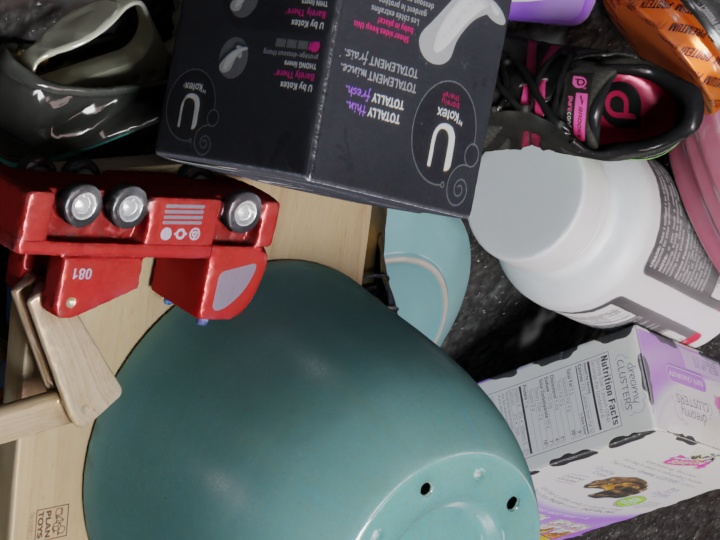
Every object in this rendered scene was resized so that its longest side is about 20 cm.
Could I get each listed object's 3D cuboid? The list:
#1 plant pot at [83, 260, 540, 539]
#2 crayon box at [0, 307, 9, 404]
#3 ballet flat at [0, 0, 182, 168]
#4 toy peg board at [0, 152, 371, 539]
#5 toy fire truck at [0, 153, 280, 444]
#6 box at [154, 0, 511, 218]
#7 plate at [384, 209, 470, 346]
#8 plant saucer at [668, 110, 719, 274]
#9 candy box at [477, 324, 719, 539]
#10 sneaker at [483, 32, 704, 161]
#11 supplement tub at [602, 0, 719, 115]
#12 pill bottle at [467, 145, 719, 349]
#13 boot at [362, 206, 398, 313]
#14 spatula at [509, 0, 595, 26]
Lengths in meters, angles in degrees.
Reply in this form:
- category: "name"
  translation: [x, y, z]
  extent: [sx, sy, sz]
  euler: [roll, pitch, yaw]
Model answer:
- category: "plant pot"
  translation: [-0.010, 0.116, 1.114]
  extent: [0.199, 0.161, 0.202]
  euler: [-16, 119, -33]
- category: "crayon box"
  translation: [-0.234, 0.071, 1.162]
  extent: [0.127, 0.051, 0.200]
  euler: [-52, 144, 11]
- category: "ballet flat"
  translation: [-0.092, -0.105, 1.112]
  extent: [0.199, 0.068, 0.069]
  euler: [-21, 131, -30]
- category: "toy peg board"
  translation: [-0.108, 0.027, 1.168]
  extent: [0.198, 0.098, 0.202]
  euler: [-7, 113, -37]
- category: "toy fire truck"
  translation: [-0.135, 0.022, 1.046]
  extent: [0.199, 0.049, 0.142]
  euler: [1, 108, -41]
- category: "box"
  translation: [-0.004, -0.136, 1.064]
  extent: [0.122, 0.106, 0.202]
  euler: [12, 89, -48]
- category: "plate"
  translation: [-0.008, 0.040, 1.378]
  extent: [0.199, 0.026, 0.201]
  euler: [-27, 141, -24]
- category: "plant saucer"
  translation: [0.247, -0.050, 1.416]
  extent: [0.051, 0.202, 0.200]
  euler: [-24, 154, 27]
- category: "candy box"
  translation: [0.140, 0.113, 1.478]
  extent: [0.199, 0.072, 0.167]
  euler: [-22, 155, 29]
- category: "sneaker"
  translation: [0.098, -0.098, 1.254]
  extent: [0.198, 0.084, 0.077]
  euler: [-1, 90, -18]
- category: "supplement tub"
  translation: [0.242, -0.190, 1.305]
  extent: [0.200, 0.123, 0.123]
  euler: [-43, 145, -3]
- category: "pill bottle"
  translation: [0.150, -0.022, 1.396]
  extent: [0.111, 0.111, 0.200]
  euler: [-52, 144, 12]
- category: "boot"
  translation: [0.000, 0.000, 1.260]
  extent: [0.074, 0.097, 0.201]
  euler: [-12, 121, -25]
- category: "spatula"
  translation: [0.053, -0.151, 1.245]
  extent: [0.199, 0.021, 0.057]
  euler: [-12, 135, -37]
